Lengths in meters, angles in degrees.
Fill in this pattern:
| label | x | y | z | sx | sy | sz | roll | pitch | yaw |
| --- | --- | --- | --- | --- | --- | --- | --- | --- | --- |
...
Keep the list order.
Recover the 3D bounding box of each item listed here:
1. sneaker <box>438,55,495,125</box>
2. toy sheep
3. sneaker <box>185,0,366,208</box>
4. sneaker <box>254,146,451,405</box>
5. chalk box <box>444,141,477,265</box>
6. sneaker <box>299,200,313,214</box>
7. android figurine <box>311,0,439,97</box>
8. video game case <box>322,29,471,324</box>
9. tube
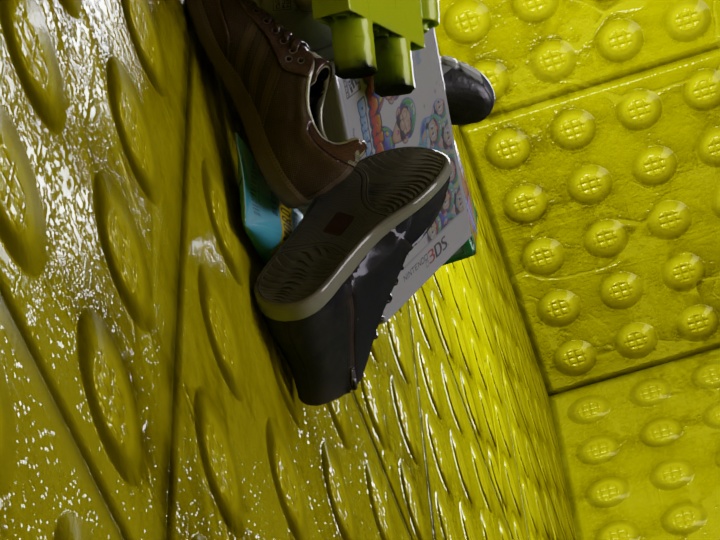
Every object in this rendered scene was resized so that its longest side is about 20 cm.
| label | x | y | z | sx | sy | sz | roll | pitch | yaw |
| --- | --- | --- | --- | --- | --- | --- | --- | --- | --- |
| sneaker | 0.019 | -0.140 | 1.836 | 0.116 | 0.199 | 0.075 | -84 | -172 | -49 |
| toy sheep | -0.036 | -0.210 | 1.691 | 0.200 | 0.137 | 0.139 | 90 | -15 | -85 |
| sneaker | -0.060 | -0.144 | 1.501 | 0.201 | 0.075 | 0.070 | 65 | 10 | 14 |
| sneaker | 0.000 | 0.000 | 1.513 | 0.200 | 0.075 | 0.107 | -45 | 139 | -32 |
| chalk box | 0.034 | -0.063 | 1.933 | 0.200 | 0.124 | 0.125 | -74 | 146 | -74 |
| sneaker | -0.043 | -0.105 | 1.631 | 0.200 | 0.078 | 0.080 | 74 | -7 | -59 |
| android figurine | 0.005 | -0.233 | 1.534 | 0.182 | 0.041 | 0.201 | 19 | 65 | -60 |
| video game case | 0.028 | -0.086 | 1.619 | 0.182 | 0.024 | 0.201 | -43 | 126 | -56 |
| tube | -0.050 | -0.014 | 1.532 | 0.200 | 0.050 | 0.078 | 55 | 17 | -51 |
